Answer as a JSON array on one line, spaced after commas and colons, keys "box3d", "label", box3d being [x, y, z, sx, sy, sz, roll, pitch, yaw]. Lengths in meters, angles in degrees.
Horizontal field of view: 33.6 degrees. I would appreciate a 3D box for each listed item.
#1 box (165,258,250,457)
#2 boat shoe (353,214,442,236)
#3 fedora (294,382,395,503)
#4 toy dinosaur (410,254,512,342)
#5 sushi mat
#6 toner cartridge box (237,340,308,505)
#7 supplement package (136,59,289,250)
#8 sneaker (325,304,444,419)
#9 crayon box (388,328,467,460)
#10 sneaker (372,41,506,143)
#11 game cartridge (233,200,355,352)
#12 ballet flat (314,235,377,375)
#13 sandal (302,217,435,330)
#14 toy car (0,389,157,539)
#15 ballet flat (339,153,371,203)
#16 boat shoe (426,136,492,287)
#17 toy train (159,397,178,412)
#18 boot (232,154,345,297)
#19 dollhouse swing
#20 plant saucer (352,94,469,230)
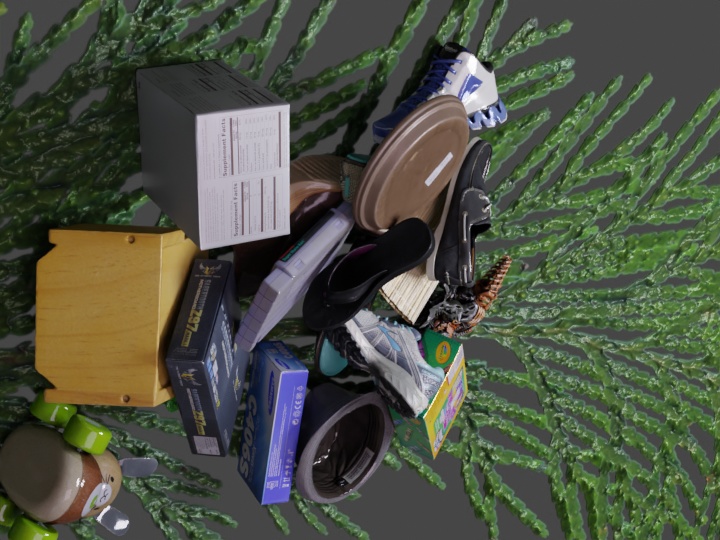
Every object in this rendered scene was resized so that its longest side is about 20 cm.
[{"box3d": [-0.183, 0.109, 1.466, 0.051, 0.158, 0.201, 4, 138, 6], "label": "box"}, {"box3d": [0.075, -0.072, 1.622, 0.202, 0.075, 0.075, 13, 92, -40], "label": "boat shoe"}, {"box3d": [-0.039, 0.226, 1.659, 0.176, 0.090, 0.201, -28, 138, -30], "label": "fedora"}, {"box3d": [0.130, 0.040, 1.674, 0.135, 0.102, 0.200, 23, 107, -36], "label": "toy dinosaur"}, {"box3d": [0.090, -0.035, 1.583, 0.096, 0.012, 0.200, 47, 64, -33], "label": "sushi mat"}, {"box3d": [-0.121, 0.205, 1.615, 0.043, 0.095, 0.201, -2, 112, -29], "label": "toner cartridge box"}, {"box3d": [-0.170, -0.136, 1.362, 0.110, 0.200, 0.157, -11, 117, -25], "label": "supplement package"}, {"box3d": [0.027, 0.096, 1.559, 0.086, 0.078, 0.200, -40, 88, -25], "label": "sneaker"}, {"box3d": [0.097, 0.177, 1.670, 0.119, 0.058, 0.200, -61, 162, -19], "label": "crayon box"}, {"box3d": [0.100, -0.234, 1.557, 0.199, 0.080, 0.116, -21, 116, -27], "label": "sneaker"}, {"box3d": [-0.078, 0.002, 1.485, 0.200, 0.038, 0.130, -47, 167, -45], "label": "game cartridge"}, {"box3d": [-0.016, 0.044, 1.615, 0.068, 0.068, 0.201, 18, 104, -33], "label": "ballet flat"}, {"box3d": [0.000, -0.001, 1.490, 0.200, 0.076, 0.048, -38, 153, 12], "label": "sandal"}, {"box3d": [-0.342, 0.269, 1.495, 0.200, 0.157, 0.165, 33, 83, -47], "label": "toy car"}, {"box3d": [0.035, -0.120, 1.535, 0.200, 0.068, 0.076, -19, 125, -54], "label": "ballet flat"}, {"box3d": [0.145, -0.076, 1.564, 0.072, 0.067, 0.201, 36, 69, -64], "label": "boat shoe"}, {"box3d": [-0.263, 0.097, 1.518, 0.056, 0.042, 0.201, -37, 125, -23], "label": "toy train"}, {"box3d": [-0.086, -0.058, 1.544, 0.199, 0.072, 0.167, -18, 138, -37], "label": "boot"}, {"box3d": [-0.281, 0.042, 1.434, 0.181, 0.176, 0.201, 3, 100, -4], "label": "dollhouse swing"}, {"box3d": [0.069, -0.127, 1.478, 0.200, 0.029, 0.200, -41, 156, -22], "label": "plant saucer"}]
